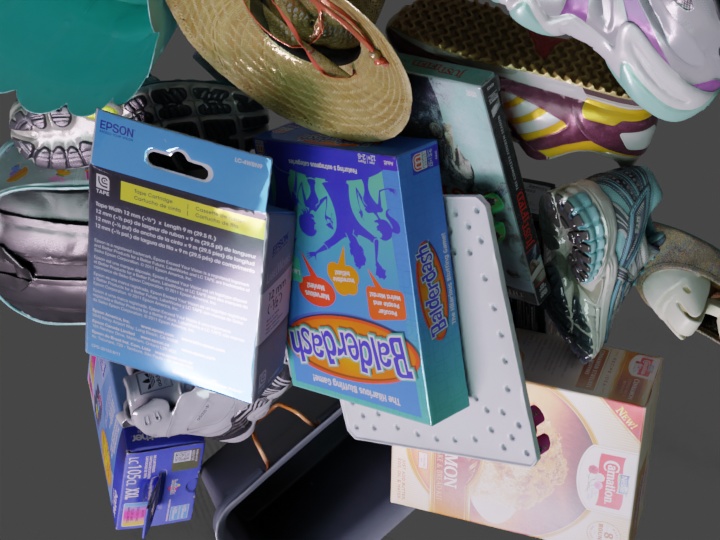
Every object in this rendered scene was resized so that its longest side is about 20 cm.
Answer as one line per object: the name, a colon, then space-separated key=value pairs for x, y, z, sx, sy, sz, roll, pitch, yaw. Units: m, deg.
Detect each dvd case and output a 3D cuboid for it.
dvd case: x=0.055 y=-0.069 z=1.180 sx=0.146 sy=0.022 sz=0.200 roll=18 pitch=143 yaw=36

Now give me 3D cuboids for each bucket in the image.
bucket: x=-0.208 y=-0.226 z=1.172 sx=0.206 sy=0.135 sz=0.208 roll=15 pitch=137 yaw=14

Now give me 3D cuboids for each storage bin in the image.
storage bin: x=-0.051 y=0.168 z=1.445 sx=0.146 sy=0.200 sz=0.134 roll=52 pitch=172 yaw=-27

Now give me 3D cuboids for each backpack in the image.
backpack: x=-0.207 y=-0.042 z=1.338 sx=0.199 sy=0.154 sz=0.176 roll=-6 pitch=137 yaw=-1

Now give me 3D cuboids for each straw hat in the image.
straw hat: x=-0.027 y=-0.177 z=1.089 sx=0.201 sy=0.085 sz=0.201 roll=27 pitch=159 yaw=11

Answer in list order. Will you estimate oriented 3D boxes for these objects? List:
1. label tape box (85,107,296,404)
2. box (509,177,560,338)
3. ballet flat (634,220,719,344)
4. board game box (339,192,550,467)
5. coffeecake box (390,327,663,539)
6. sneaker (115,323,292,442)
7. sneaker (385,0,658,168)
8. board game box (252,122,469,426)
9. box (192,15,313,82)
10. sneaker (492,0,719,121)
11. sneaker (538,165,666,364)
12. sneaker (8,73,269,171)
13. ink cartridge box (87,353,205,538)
label tape box: x=-0.123 y=-0.018 z=1.199 sx=0.143 sy=0.066 sz=0.201 roll=16 pitch=118 yaw=17
box: x=0.079 y=0.005 z=1.324 sx=0.158 sy=0.046 sz=0.200 roll=11 pitch=137 yaw=19
ballet flat: x=0.269 y=0.030 z=1.229 sx=0.199 sy=0.067 sz=0.068 roll=28 pitch=139 yaw=1
board game box: x=0.045 y=0.038 z=1.216 sx=0.200 sy=0.026 sz=0.201 roll=3 pitch=110 yaw=47
coffeecake box: x=0.129 y=0.129 z=1.312 sx=0.199 sy=0.073 sz=0.154 roll=11 pitch=124 yaw=16
sneaker: x=-0.125 y=0.078 z=1.316 sx=0.114 sy=0.075 sz=0.200 roll=0 pitch=147 yaw=-24
sneaker: x=0.108 y=-0.123 z=1.152 sx=0.199 sy=0.075 sz=0.090 roll=19 pitch=134 yaw=11
board game box: x=0.000 y=0.000 z=1.191 sx=0.152 sy=0.045 sz=0.201 roll=11 pitch=117 yaw=45
box: x=-0.046 y=-0.195 z=1.189 sx=0.041 sy=0.039 sz=0.200 roll=42 pitch=138 yaw=-17
sneaker: x=0.175 y=-0.198 z=1.047 sx=0.200 sy=0.078 sz=0.140 roll=31 pitch=135 yaw=-11
sneaker: x=0.182 y=-0.003 z=1.200 sx=0.078 sy=0.086 sz=0.200 roll=57 pitch=166 yaw=27
sneaker: x=-0.166 y=-0.127 z=1.246 sx=0.199 sy=0.080 sz=0.078 roll=2 pitch=132 yaw=6
ink cartridge box: x=-0.194 y=0.141 z=1.498 sx=0.076 sy=0.200 sz=0.137 roll=-7 pitch=143 yaw=-18
